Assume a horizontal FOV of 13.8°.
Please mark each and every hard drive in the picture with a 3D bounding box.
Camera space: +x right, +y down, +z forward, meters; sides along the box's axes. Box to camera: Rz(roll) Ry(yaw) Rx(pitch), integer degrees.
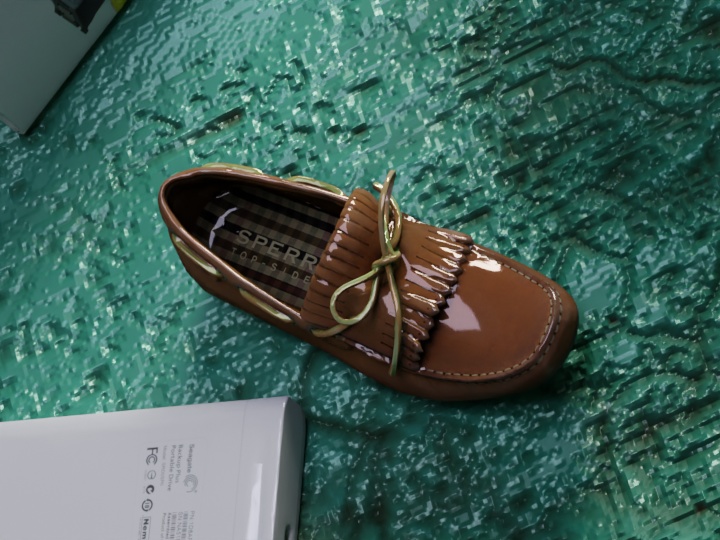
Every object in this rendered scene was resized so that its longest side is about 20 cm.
[{"bbox_3d":[-0.122,0.127,1.276,0.199,0.027,0.133,-6,65,23],"label":"hard drive"}]

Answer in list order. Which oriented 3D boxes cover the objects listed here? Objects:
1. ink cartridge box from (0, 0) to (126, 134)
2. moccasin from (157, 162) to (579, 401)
[{"bbox_3d":[-0.162,-0.189,1.407,0.147,0.086,0.200,35,87,33],"label":"ink cartridge box"},{"bbox_3d":[0.001,-0.001,1.243,0.201,0.078,0.074,26,81,33],"label":"moccasin"}]
